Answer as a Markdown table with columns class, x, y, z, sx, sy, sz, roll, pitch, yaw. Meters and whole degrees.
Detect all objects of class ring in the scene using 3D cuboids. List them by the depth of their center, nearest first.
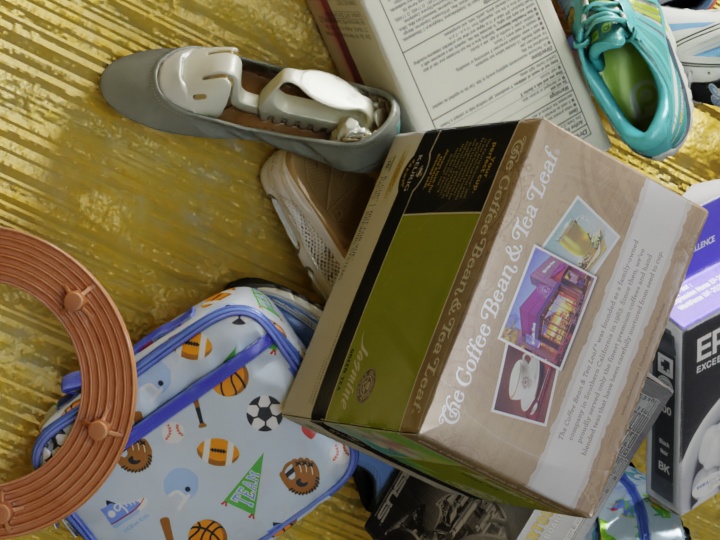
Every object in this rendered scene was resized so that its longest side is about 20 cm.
| class | x | y | z | sx | sy | sz | roll | pitch | yaw |
| --- | --- | --- | --- | --- | --- | --- | --- | --- | --- |
| ring | -0.240 | 0.072 | 1.472 | 0.199 | 0.019 | 0.202 | 0 | 95 | 5 |

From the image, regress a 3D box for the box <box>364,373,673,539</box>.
| class | x | y | z | sx | sy | sz | roll | pitch | yaw |
| --- | --- | --- | --- | --- | --- | --- | --- | --- | --- |
| box | 0.098 | 0.124 | 1.511 | 0.048 | 0.158 | 0.201 | 27 | 97 | -29 |

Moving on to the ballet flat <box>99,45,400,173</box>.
| class | x | y | z | sx | sy | sz | roll | pitch | yaw |
| --- | --- | --- | --- | --- | --- | --- | --- | --- | --- |
| ballet flat | -0.069 | -0.116 | 1.510 | 0.198 | 0.064 | 0.068 | 14 | 60 | -3 |

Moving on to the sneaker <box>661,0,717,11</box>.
| class | x | y | z | sx | sy | sz | roll | pitch | yaw |
| --- | --- | --- | --- | --- | --- | --- | --- | --- | --- |
| sneaker | 0.169 | -0.235 | 1.614 | 0.199 | 0.084 | 0.075 | 28 | 86 | -23 |

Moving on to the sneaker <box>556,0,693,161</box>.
| class | x | y | z | sx | sy | sz | roll | pitch | yaw |
| --- | --- | --- | --- | --- | --- | --- | --- | --- | --- |
| sneaker | 0.168 | -0.169 | 1.553 | 0.077 | 0.080 | 0.201 | -25 | 87 | 18 |

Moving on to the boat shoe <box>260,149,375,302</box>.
| class | x | y | z | sx | sy | sz | roll | pitch | yaw |
| --- | --- | --- | --- | --- | --- | --- | --- | --- | --- |
| boat shoe | 0.000 | 0.000 | 1.581 | 0.071 | 0.069 | 0.201 | -35 | 99 | -35 |

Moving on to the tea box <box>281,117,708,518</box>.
| class | x | y | z | sx | sy | sz | roll | pitch | yaw |
| --- | --- | --- | --- | --- | --- | --- | --- | --- | --- |
| tea box | 0.078 | 0.028 | 1.420 | 0.133 | 0.196 | 0.201 | 26 | 80 | -22 |

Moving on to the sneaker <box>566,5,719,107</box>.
| class | x | y | z | sx | sy | sz | roll | pitch | yaw |
| --- | --- | --- | --- | --- | --- | --- | --- | --- | --- |
| sneaker | 0.221 | -0.143 | 1.608 | 0.072 | 0.198 | 0.073 | 52 | 36 | -57 |

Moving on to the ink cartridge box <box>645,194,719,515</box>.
| class | x | y | z | sx | sy | sz | roll | pitch | yaw |
| --- | --- | --- | --- | --- | --- | --- | --- | --- | --- |
| ink cartridge box | 0.266 | 0.034 | 1.548 | 0.197 | 0.043 | 0.201 | -26 | 125 | -33 |

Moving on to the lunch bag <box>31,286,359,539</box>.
| class | x | y | z | sx | sy | sz | roll | pitch | yaw |
| --- | --- | --- | --- | --- | --- | --- | --- | --- | --- |
| lunch bag | -0.112 | 0.113 | 1.517 | 0.199 | 0.076 | 0.161 | -34 | 106 | 7 |

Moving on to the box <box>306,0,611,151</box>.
| class | x | y | z | sx | sy | sz | roll | pitch | yaw |
| --- | --- | --- | --- | --- | --- | --- | --- | --- | --- |
| box | 0.060 | -0.145 | 1.567 | 0.127 | 0.109 | 0.201 | -29 | 107 | -17 |

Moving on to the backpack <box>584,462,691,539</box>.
| class | x | y | z | sx | sy | sz | roll | pitch | yaw |
| --- | --- | --- | --- | --- | --- | --- | --- | --- | --- |
| backpack | 0.164 | 0.211 | 1.609 | 0.153 | 0.200 | 0.165 | 7 | 95 | -22 |

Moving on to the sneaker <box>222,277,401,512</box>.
| class | x | y | z | sx | sy | sz | roll | pitch | yaw |
| --- | --- | --- | --- | --- | --- | --- | --- | --- | --- |
| sneaker | -0.027 | 0.087 | 1.577 | 0.089 | 0.079 | 0.200 | -44 | 106 | -9 |

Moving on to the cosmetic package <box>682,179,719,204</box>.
| class | x | y | z | sx | sy | sz | roll | pitch | yaw |
| --- | --- | --- | --- | --- | --- | --- | --- | --- | --- |
| cosmetic package | 0.280 | 0.042 | 1.684 | 0.101 | 0.071 | 0.201 | -39 | 113 | -50 |
